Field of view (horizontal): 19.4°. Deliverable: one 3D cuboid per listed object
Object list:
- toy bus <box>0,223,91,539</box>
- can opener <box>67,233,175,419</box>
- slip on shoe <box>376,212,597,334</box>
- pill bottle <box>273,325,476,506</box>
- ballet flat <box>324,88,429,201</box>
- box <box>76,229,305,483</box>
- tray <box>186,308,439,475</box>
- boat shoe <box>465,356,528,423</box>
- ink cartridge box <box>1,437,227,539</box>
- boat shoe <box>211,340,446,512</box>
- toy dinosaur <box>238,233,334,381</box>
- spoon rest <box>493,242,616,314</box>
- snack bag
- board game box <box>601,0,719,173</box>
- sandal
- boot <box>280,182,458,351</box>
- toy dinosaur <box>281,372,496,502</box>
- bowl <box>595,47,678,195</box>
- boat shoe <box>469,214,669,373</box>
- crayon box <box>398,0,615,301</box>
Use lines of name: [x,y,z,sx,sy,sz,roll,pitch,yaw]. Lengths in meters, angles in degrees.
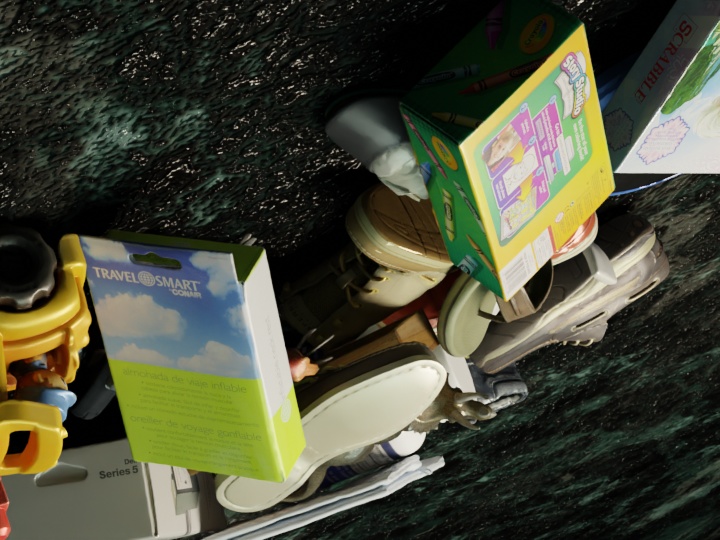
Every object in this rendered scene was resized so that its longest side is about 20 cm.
toy bus: [-0.252,0.086,1.357,0.200,0.192,0.136,-17,158,-25]
can opener: [-0.175,0.046,1.529,0.079,0.063,0.200,-6,154,-40]
slip on shoe: [0.096,-0.012,1.700,0.200,0.074,0.061,-28,145,4]
pill bottle: [-0.010,0.112,1.783,0.200,0.120,0.120,-23,161,10]
ballet flat: [0.053,-0.081,1.462,0.073,0.073,0.200,-35,157,28]
box: [-0.115,0.051,1.446,0.122,0.048,0.200,6,128,21]
tray: [-0.041,0.095,1.639,0.200,0.037,0.099,-26,-178,17]
boat shoe: [0.059,0.095,1.887,0.200,0.091,0.071,-12,157,-30]
ink cartridge box: [-0.210,0.187,1.729,0.145,0.084,0.200,-11,173,11]
boat shoe: [-0.027,0.104,1.551,0.200,0.060,0.072,-34,132,19]
toy dinosaur: [-0.087,0.080,1.565,0.200,0.105,0.181,-60,-174,9]
spoon rest: [0.119,0.011,1.810,0.200,0.061,0.099,-19,158,25]
snack bag: [-0.029,0.196,1.797,0.188,0.021,0.200,-22,176,18]
board game box: [0.284,-0.155,1.500,0.200,0.041,0.200,-3,135,-42]
sandal: [0.120,0.002,1.607,0.080,0.057,0.201,-31,160,-49]
boot: [0.000,0.000,1.601,0.155,0.073,0.200,-32,169,20]
toy dinosaur: [0.006,0.119,1.667,0.200,0.077,0.102,-22,175,6]
bowl: [0.238,-0.120,1.620,0.200,0.039,0.201,-22,160,-8]
boat shoe: [0.187,0.035,1.854,0.200,0.075,0.073,-35,116,14]
crayon box: [0.102,-0.082,1.408,0.119,0.058,0.200,-45,149,-15]
